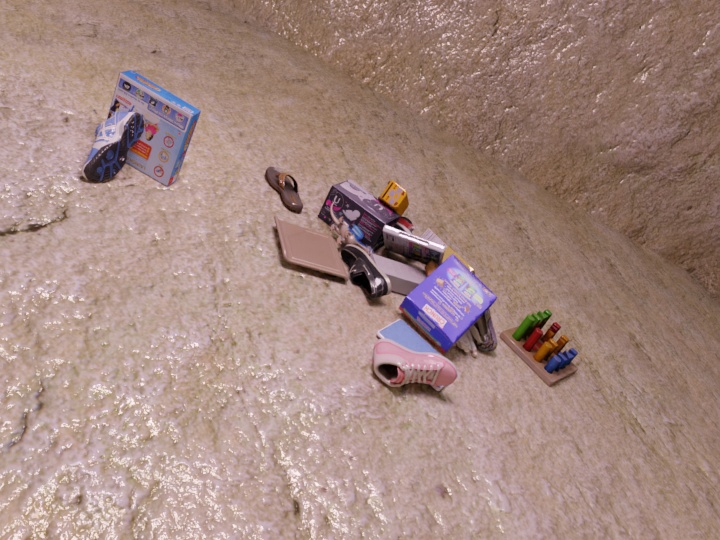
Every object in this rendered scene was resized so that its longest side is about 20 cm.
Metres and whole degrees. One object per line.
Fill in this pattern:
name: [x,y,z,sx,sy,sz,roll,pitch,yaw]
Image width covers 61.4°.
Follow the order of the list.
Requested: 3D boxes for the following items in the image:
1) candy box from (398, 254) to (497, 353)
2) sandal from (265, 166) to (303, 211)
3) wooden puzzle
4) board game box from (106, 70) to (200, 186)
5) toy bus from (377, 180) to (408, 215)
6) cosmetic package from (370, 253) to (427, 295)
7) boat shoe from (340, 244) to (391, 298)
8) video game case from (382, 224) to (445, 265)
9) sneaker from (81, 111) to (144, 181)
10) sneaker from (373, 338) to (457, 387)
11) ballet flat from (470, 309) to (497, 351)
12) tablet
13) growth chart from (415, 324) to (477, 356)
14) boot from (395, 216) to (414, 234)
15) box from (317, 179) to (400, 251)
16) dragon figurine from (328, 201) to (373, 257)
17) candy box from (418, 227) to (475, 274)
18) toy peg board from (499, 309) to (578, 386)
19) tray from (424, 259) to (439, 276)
candy box: [0.225,0.084,1.561,0.169,0.078,0.199,45,59,13]
sandal: [-0.217,-0.249,1.783,0.080,0.055,0.202,8,35,-37]
wooden puzzle: [-0.132,-0.053,1.574,0.196,0.038,0.187,21,28,-30]
board game box: [-0.514,-0.345,1.480,0.197,0.198,0.056,29,26,-3]
toy bus: [0.104,-0.217,1.867,0.078,0.066,0.200,36,-1,9]
cosmetic package: [0.111,0.021,1.677,0.196,0.051,0.083,17,32,-28]
boat shoe: [0.000,0.000,1.584,0.066,0.073,0.200,-21,47,-26]
video game case: [0.152,-0.064,1.732,0.178,0.024,0.200,21,-11,9]
sneaker: [-0.580,-0.287,1.399,0.075,0.076,0.203,17,59,15]
sneaker: [0.115,0.222,1.318,0.195,0.077,0.105,20,25,0]
ballet flat: [0.318,0.119,1.645,0.071,0.071,0.206,3,69,-43]
tablet: [0.137,0.198,1.453,0.199,0.014,0.129,42,29,18]
growth chart: [0.222,0.151,1.615,0.196,0.018,0.146,27,28,-10]
boot: [0.150,-0.114,1.925,0.142,0.073,0.200,4,34,-44]
box: [-0.002,-0.163,1.796,0.198,0.116,0.132,37,28,11]
dragon figurine: [-0.032,-0.101,1.709,0.099,0.059,0.202,29,22,-48]
candy box: [0.266,-0.029,1.863,0.200,0.056,0.117,47,-3,26]
toy peg board: [0.541,0.209,1.759,0.197,0.099,0.199,-6,44,-49]
tray: [0.266,0.063,1.724,0.199,0.037,0.099,41,18,-23]
